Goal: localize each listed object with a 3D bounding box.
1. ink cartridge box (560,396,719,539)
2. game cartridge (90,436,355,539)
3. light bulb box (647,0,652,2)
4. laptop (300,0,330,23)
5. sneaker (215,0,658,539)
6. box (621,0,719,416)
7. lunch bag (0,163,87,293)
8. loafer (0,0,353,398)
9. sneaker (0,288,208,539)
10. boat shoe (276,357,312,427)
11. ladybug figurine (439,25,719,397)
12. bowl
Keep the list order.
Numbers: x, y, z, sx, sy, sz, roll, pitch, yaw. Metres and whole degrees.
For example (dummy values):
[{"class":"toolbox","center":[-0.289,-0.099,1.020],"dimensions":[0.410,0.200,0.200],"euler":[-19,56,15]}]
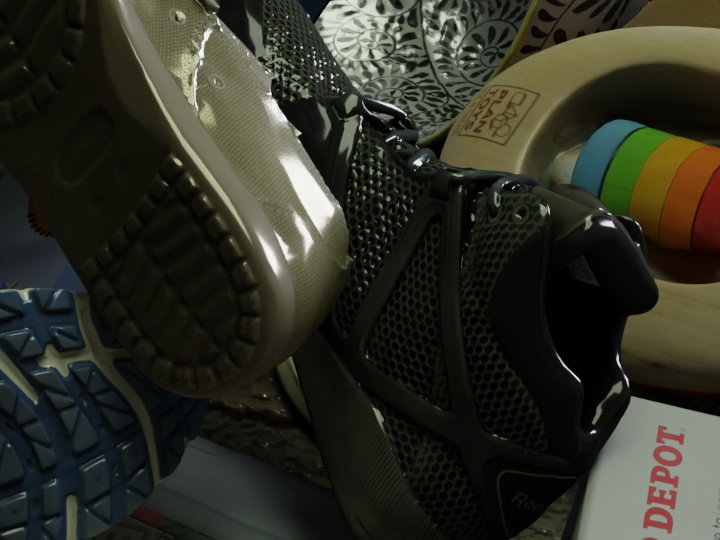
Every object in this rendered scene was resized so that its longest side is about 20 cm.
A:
[{"class":"ink cartridge box","center":[0.146,0.124,0.597],"dimensions":[0.198,0.084,0.146],"euler":[13,31,6]},{"class":"game cartridge","center":[-0.056,0.116,0.607],"dimensions":[0.132,0.041,0.200],"euler":[23,33,16]},{"class":"light bulb box","center":[0.234,-0.174,0.962],"dimensions":[0.199,0.126,0.198],"euler":[13,-4,-29]},{"class":"laptop","center":[-0.106,-0.091,0.798],"dimensions":[0.116,0.187,0.200],"euler":[44,73,-2]},{"class":"sneaker","center":[0.021,-0.020,0.640],"dimensions":[0.076,0.114,0.201],"euler":[16,45,-55]},{"class":"box","center":[0.137,-0.019,0.807],"dimensions":[0.163,0.021,0.200],"euler":[-42,47,-7]},{"class":"lunch bag","center":[-0.133,-0.021,0.692],"dimensions":[0.199,0.161,0.075],"euler":[-17,40,-36]},{"class":"loafer","center":[-0.068,-0.053,0.612],"dimensions":[0.068,0.076,0.201],"euler":[-4,62,-57]},{"class":"sneaker","center":[-0.143,0.051,0.618],"dimensions":[0.198,0.078,0.085],"euler":[-18,11,-9]},{"class":"boat shoe","center":[0.001,0.000,0.785],"dimensions":[0.071,0.066,0.201],"euler":[-3,32,-19]},{"class":"ladybug figurine","center":[0.114,-0.017,0.752],"dimensions":[0.199,0.072,0.136],"euler":[24,71,38]},{"class":"bowl","center":[0.068,-0.141,0.940],"dimensions":[0.094,0.202,0.201],"euler":[12,26,-29]}]
